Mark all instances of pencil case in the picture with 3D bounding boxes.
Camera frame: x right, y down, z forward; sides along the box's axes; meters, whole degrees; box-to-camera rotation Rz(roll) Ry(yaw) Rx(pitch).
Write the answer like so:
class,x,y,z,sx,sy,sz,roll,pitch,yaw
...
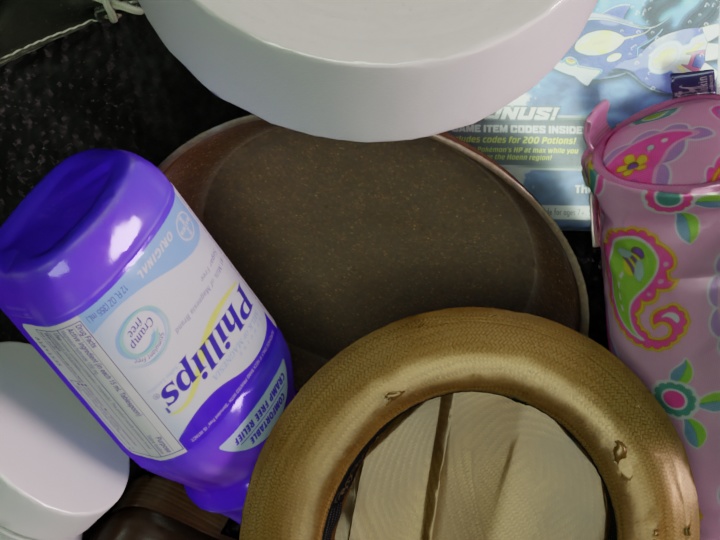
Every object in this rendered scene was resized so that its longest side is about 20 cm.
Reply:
class,x,y,z,sx,sy,sz,roll,pitch,yaw
pencil case,0.138,0.024,0.822,0.087,0.088,0.200,-6,121,6

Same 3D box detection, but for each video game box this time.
class,x,y,z,sx,sy,sz,roll,pitch,yaw
video game box,0.078,-0.109,0.853,0.199,0.047,0.183,1,98,5

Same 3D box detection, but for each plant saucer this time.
class,x,y,z,sx,sy,sz,roll,pitch,yaw
plant saucer,0.000,0.000,0.847,0.200,0.037,0.201,8,134,8

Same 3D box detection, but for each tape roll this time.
class,x,y,z,sx,sy,sz,roll,pitch,yaw
tape roll,0.004,-0.154,0.762,0.202,0.071,0.203,1,69,-2

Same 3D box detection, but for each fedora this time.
class,x,y,z,sx,sy,sz,roll,pitch,yaw
fedora,0.046,0.109,0.829,0.200,0.082,0.201,1,100,7

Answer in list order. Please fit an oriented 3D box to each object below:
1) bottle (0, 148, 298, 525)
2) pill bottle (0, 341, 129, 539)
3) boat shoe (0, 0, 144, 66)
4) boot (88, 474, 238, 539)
class,x,y,z,sx,sy,sz,roll,pitch,yaw
bottle,-0.071,0.043,0.823,0.084,0.065,0.200,-53,127,-26
pill bottle,-0.193,0.120,0.857,0.112,0.112,0.200,47,119,-4
boat shoe,-0.109,-0.143,0.841,0.200,0.071,0.064,-41,60,9
boot,-0.069,0.201,0.845,0.186,0.200,0.064,22,136,9
